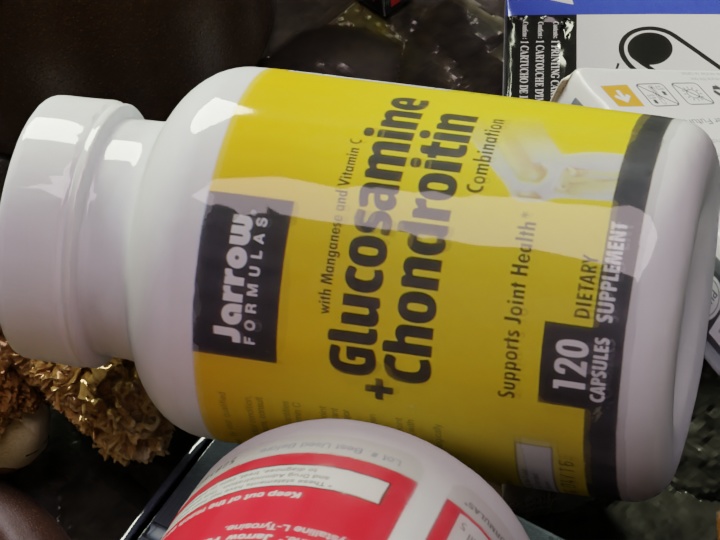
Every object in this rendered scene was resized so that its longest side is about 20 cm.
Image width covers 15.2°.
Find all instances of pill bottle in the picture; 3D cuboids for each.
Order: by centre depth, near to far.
[{"bbox_3d":[-0.026,0.132,0.692,0.112,0.112,0.200,10,29,14],"label":"pill bottle"},{"bbox_3d":[0.000,0.000,0.792,0.200,0.112,0.112,7,51,12],"label":"pill bottle"}]

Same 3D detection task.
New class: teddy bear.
[{"bbox_3d":[-0.075,0.010,0.914,0.200,0.067,0.145,-39,41,-12],"label":"teddy bear"}]

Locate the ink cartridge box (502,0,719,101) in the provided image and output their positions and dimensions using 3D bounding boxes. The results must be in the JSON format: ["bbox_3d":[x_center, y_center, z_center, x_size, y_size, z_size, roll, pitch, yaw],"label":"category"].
[{"bbox_3d":[0.100,-0.074,1.011,0.094,0.044,0.200,0,50,5],"label":"ink cartridge box"}]

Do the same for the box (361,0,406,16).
[{"bbox_3d":[-0.050,-0.205,1.077,0.038,0.137,0.200,-37,55,-25],"label":"box"}]

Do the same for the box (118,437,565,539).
[{"bbox_3d":[0.006,0.142,0.827,0.200,0.051,0.158,27,57,18],"label":"box"}]

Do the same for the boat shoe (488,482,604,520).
[{"bbox_3d":[0.026,0.010,0.923,0.059,0.072,0.200,-17,47,-25],"label":"boat shoe"}]

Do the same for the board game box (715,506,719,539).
[{"bbox_3d":[0.207,0.079,0.795,0.200,0.153,0.040,-5,87,9],"label":"board game box"}]

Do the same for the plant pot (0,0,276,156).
[{"bbox_3d":[-0.118,-0.157,1.002,0.200,0.198,0.200,-5,51,6],"label":"plant pot"}]

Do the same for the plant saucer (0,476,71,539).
[{"bbox_3d":[-0.184,0.130,0.883,0.200,0.032,0.200,-3,51,3],"label":"plant saucer"}]

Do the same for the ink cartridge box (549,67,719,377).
[{"bbox_3d":[0.185,0.007,0.877,0.198,0.043,0.200,-1,39,-36],"label":"ink cartridge box"}]
